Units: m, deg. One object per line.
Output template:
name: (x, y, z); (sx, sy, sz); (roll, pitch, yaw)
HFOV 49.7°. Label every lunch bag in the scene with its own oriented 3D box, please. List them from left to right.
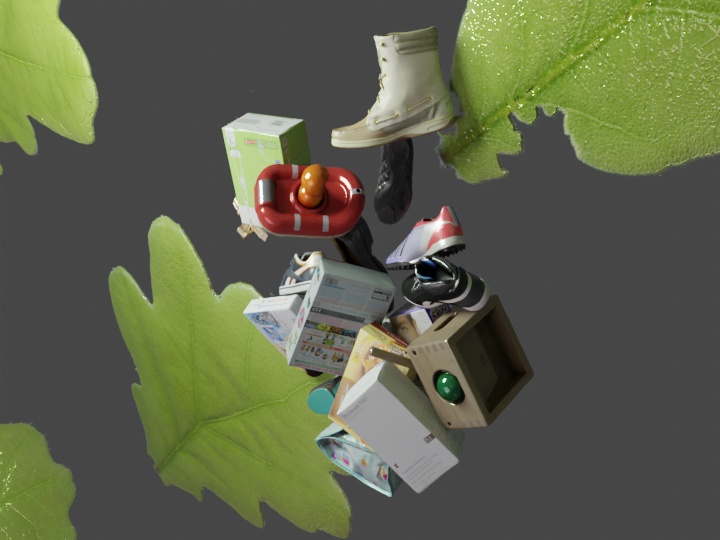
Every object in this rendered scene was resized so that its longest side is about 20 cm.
lunch bag: (0.026, 0.334, 1.587); (0.197, 0.170, 0.124); (18, 130, 35)

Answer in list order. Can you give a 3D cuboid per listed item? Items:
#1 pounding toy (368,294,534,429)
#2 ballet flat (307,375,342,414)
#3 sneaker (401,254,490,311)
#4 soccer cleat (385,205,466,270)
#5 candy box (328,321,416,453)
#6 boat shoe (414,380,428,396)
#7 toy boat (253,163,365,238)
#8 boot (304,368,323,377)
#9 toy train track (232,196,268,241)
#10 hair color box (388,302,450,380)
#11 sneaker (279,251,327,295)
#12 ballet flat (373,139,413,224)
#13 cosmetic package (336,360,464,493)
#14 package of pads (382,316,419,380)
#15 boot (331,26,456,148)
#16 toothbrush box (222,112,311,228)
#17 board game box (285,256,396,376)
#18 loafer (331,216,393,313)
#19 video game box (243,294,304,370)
pounding toy: (0.153, 0.154, 1.295); (0.141, 0.199, 0.187); (-18, 103, 49)
ballet flat: (-0.037, 0.242, 1.566); (0.069, 0.068, 0.199); (54, 144, -2)
sneaker: (0.113, 0.011, 1.292); (0.111, 0.075, 0.198); (30, 164, -34)
soccer cleat: (0.106, -0.048, 1.330); (0.199, 0.067, 0.075); (-25, 73, 57)
candy box: (0.025, 0.210, 1.399); (0.114, 0.055, 0.204); (32, 118, 24)
boat shoe: (0.073, 0.248, 1.453); (0.197, 0.070, 0.072); (-3, 119, 46)
toy boat: (-0.084, -0.137, 1.356); (0.131, 0.195, 0.134); (125, 142, -61)
boot: (-0.073, 0.119, 1.549); (0.074, 0.203, 0.096); (34, 158, -23)
toy train track: (-0.233, -0.129, 1.655); (0.115, 0.032, 0.201); (48, 140, 11)
hair color box: (0.143, 0.152, 1.421); (0.108, 0.064, 0.203); (-18, 101, 52)
sneaker: (-0.110, 0.008, 1.584); (0.199, 0.077, 0.082); (-14, 78, 61)
ballet flat: (0.060, -0.160, 1.313); (0.065, 0.058, 0.203); (8, 134, 0)
cosmetic package: (0.070, 0.261, 1.316); (0.199, 0.081, 0.113); (42, 117, -6)
package of pads: (0.034, 0.173, 1.551); (0.198, 0.068, 0.157); (-12, 108, 50)
boot: (0.036, -0.274, 1.176); (0.195, 0.072, 0.158); (-11, 110, 11)
toothbrush box: (-0.170, -0.186, 1.492); (0.143, 0.086, 0.204); (13, 124, 32)
board game box: (-0.038, 0.090, 1.420); (0.065, 0.144, 0.203); (-113, 42, -59)
loafer: (0.000, 0.000, 1.460); (0.072, 0.072, 0.203); (-12, 108, 49)
video game box: (-0.135, 0.138, 1.679); (0.180, 0.047, 0.201); (-9, 129, 47)
